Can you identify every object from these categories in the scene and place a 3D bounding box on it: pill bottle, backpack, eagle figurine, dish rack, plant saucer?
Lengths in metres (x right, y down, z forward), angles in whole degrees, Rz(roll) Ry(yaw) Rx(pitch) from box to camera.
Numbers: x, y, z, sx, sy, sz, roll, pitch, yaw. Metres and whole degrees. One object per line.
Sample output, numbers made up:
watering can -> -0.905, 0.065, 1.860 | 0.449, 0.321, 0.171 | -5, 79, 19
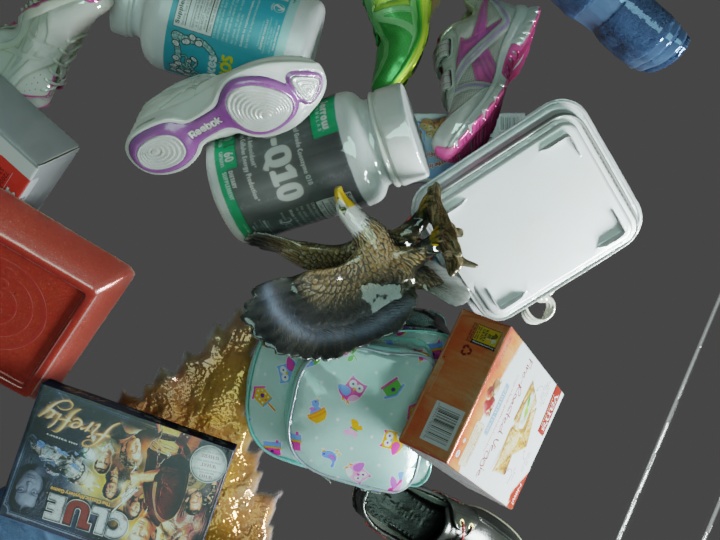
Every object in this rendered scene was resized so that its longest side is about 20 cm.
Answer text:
pill bottle -> -0.040, -0.107, 0.909 | 0.198, 0.113, 0.114 | -17, 92, 11
backpack -> -0.016, 0.118, 0.916 | 0.198, 0.153, 0.177 | 12, 103, 5
eagle figurine -> -0.004, -0.007, 0.862 | 0.199, 0.152, 0.152 | -28, 79, 11
dish rack -> 0.167, -0.050, 0.915 | 0.199, 0.044, 0.172 | -32, 108, 10
plant saucer -> -0.350, 0.025, 0.890 | 0.199, 0.037, 0.200 | 32, 117, -16
pill bottle -> -0.141, -0.240, 0.921 | 0.198, 0.111, 0.112 | 17, 90, -3

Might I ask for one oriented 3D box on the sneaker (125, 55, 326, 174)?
sneaker -> -0.128, -0.163, 0.868 | 0.198, 0.100, 0.075 | -17, 131, 11

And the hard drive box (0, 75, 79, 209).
hard drive box -> -0.399, -0.123, 0.898 | 0.200, 0.077, 0.156 | 41, 115, -3

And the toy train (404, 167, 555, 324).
toy train -> 0.125, -0.029, 0.973 | 0.199, 0.056, 0.151 | 21, 108, -10

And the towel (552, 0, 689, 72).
towel -> 0.233, -0.276, 0.933 | 0.200, 0.112, 0.049 | 40, 96, -4

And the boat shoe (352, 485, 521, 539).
boat shoe -> 0.084, 0.272, 0.970 | 0.200, 0.063, 0.074 | 27, 87, -5

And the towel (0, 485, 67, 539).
towel -> -0.297, 0.252, 0.954 | 0.199, 0.049, 0.112 | -24, 92, -2

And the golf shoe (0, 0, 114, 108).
golf shoe -> -0.305, -0.215, 0.909 | 0.199, 0.075, 0.092 | -17, 105, 31

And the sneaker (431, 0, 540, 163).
sneaker -> 0.109, -0.197, 0.944 | 0.088, 0.082, 0.201 | 23, 65, 9

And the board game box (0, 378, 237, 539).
board game box -> -0.237, 0.205, 0.915 | 0.198, 0.035, 0.137 | 19, 89, -2

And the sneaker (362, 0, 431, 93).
sneaker -> 0.031, -0.268, 0.952 | 0.083, 0.074, 0.202 | 10, 81, -6

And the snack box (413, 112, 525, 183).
snack box -> 0.074, -0.128, 0.978 | 0.198, 0.024, 0.073 | -1, 92, -3

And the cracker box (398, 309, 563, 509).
cracker box -> 0.124, 0.139, 0.895 | 0.057, 0.200, 0.135 | 20, 76, 32
